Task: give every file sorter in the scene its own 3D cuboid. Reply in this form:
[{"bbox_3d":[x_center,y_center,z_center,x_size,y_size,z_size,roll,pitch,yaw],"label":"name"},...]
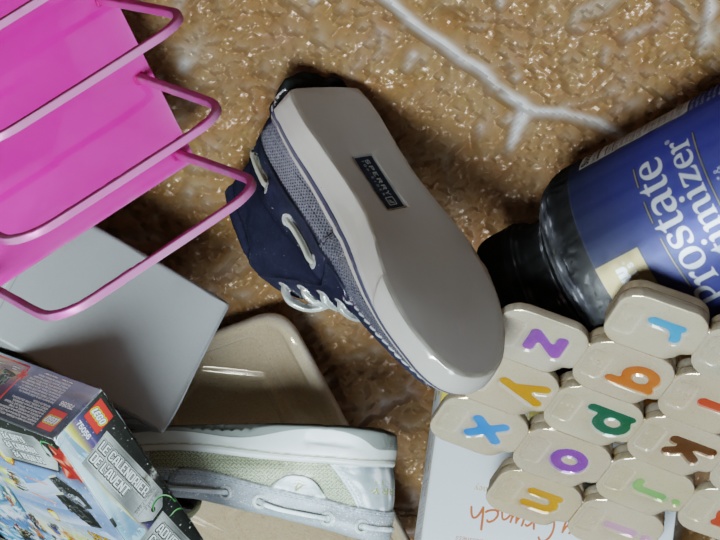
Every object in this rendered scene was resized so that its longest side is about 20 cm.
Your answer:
[{"bbox_3d":[-0.157,-0.095,1.420,0.139,0.125,0.201,-34,114,-18],"label":"file sorter"}]

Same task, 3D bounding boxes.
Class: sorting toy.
[{"bbox_3d":[-0.090,0.120,1.692,0.199,0.037,0.186,-17,120,18],"label":"sorting toy"}]

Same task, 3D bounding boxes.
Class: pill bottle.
[{"bbox_3d":[0.165,-0.022,1.527,0.199,0.112,0.112,-29,121,22],"label":"pill bottle"}]

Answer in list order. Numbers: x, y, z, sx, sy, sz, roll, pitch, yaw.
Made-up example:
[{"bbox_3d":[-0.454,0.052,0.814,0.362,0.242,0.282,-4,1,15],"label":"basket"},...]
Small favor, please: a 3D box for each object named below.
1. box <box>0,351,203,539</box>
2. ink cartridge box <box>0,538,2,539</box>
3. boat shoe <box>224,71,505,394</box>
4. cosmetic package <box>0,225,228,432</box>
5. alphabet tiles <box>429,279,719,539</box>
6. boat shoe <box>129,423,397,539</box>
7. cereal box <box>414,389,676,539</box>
[{"bbox_3d":[-0.172,0.101,1.543,0.200,0.040,0.137,16,146,48],"label":"box"},{"bbox_3d":[-0.288,0.117,1.654,0.173,0.044,0.200,3,135,57],"label":"ink cartridge box"},{"bbox_3d":[0.000,0.000,1.518,0.074,0.201,0.093,-3,143,-38],"label":"boat shoe"},{"bbox_3d":[-0.182,0.004,1.554,0.200,0.107,0.090,33,78,-17],"label":"cosmetic package"},{"bbox_3d":[0.144,0.080,1.541,0.195,0.015,0.200,20,137,-10],"label":"alphabet tiles"},{"bbox_3d":[-0.077,0.118,1.604,0.201,0.074,0.065,-2,84,15],"label":"boat shoe"},{"bbox_3d":[0.100,0.163,1.634,0.143,0.201,0.040,9,167,-6],"label":"cereal box"}]
